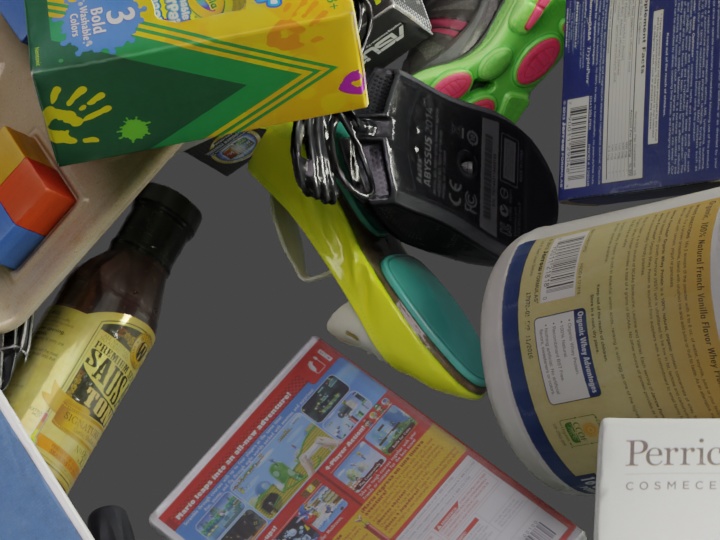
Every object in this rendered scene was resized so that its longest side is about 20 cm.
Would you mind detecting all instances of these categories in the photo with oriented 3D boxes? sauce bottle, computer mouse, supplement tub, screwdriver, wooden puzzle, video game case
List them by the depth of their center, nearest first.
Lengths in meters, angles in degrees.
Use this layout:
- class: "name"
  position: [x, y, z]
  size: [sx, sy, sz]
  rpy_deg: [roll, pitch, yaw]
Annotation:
- class: "supplement tub"
  position: [0.177, 0.032, 1.390]
  size: [0.199, 0.144, 0.145]
  rpy_deg: [-13, 56, 33]
- class: "screwdriver"
  position: [-0.116, 0.213, 1.449]
  size: [0.029, 0.028, 0.201]
  rpy_deg: [-36, 53, 24]
- class: "video game case"
  position: [0.002, 0.141, 1.473]
  size: [0.200, 0.017, 0.143]
  rpy_deg: [35, 73, 26]
- class: "wooden puzzle"
  position: [-0.182, -0.094, 1.496]
  size: [0.200, 0.046, 0.186]
  rpy_deg: [-44, 55, 11]
- class: "computer mouse"
  position: [0.028, -0.064, 1.504]
  size: [0.053, 0.199, 0.139]
  rpy_deg: [-21, 52, 41]
- class: "sauce bottle"
  position: [-0.153, 0.041, 1.532]
  size: [0.066, 0.066, 0.201]
  rpy_deg: [20, 69, 21]

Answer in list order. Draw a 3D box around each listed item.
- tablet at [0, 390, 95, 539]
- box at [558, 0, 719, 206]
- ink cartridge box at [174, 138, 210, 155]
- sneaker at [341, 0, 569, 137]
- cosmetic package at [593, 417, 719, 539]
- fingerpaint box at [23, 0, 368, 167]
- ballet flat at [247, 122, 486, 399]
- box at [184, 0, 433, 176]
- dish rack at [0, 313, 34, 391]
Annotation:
- class: "tablet"
  position: [-0.212, 0.147, 1.461]
  size: [0.130, 0.014, 0.201]
  rpy_deg: [-37, 79, 13]
- class: "box"
  position: [0.170, -0.101, 1.465]
  size: [0.032, 0.200, 0.122]
  rpy_deg: [5, 86, -25]
- class: "ink cartridge box"
  position: [-0.164, -0.128, 1.580]
  size: [0.199, 0.084, 0.146]
  rpy_deg: [-22, 60, 24]
- class: "sneaker"
  position: [0.062, -0.124, 1.588]
  size: [0.200, 0.077, 0.084]
  rpy_deg: [-42, 31, -8]
- class: "cosmetic package"
  position: [0.197, 0.193, 1.316]
  size: [0.164, 0.165, 0.201]
  rpy_deg: [-1, 61, 10]
- class: "fingerpaint box"
  position: [-0.093, -0.164, 1.429]
  size: [0.166, 0.074, 0.201]
  rpy_deg: [-10, 49, 0]
- class: "ballet flat"
  position: [0.000, 0.000, 1.524]
  size: [0.067, 0.067, 0.201]
  rpy_deg: [-38, 75, 23]
- class: "box"
  position: [-0.057, -0.180, 1.612]
  size: [0.160, 0.044, 0.201]
  rpy_deg: [-33, 55, 21]
- class: "dish rack"
  position: [-0.268, 0.034, 1.546]
  size: [0.199, 0.055, 0.154]
  rpy_deg: [-13, 60, 19]
